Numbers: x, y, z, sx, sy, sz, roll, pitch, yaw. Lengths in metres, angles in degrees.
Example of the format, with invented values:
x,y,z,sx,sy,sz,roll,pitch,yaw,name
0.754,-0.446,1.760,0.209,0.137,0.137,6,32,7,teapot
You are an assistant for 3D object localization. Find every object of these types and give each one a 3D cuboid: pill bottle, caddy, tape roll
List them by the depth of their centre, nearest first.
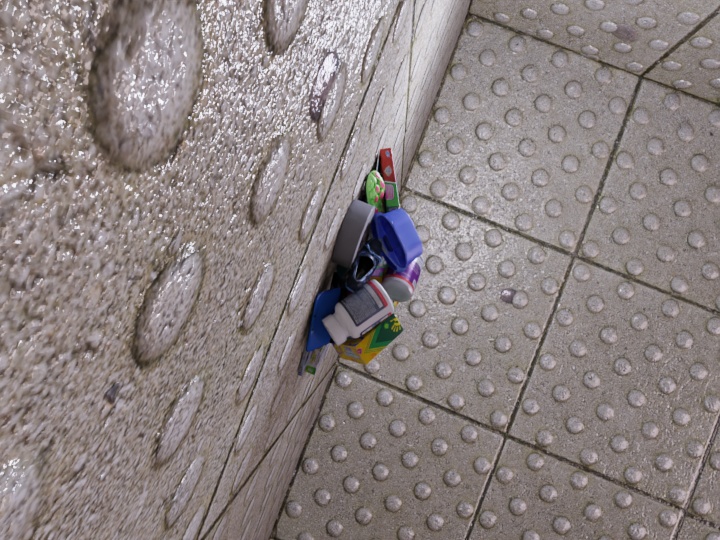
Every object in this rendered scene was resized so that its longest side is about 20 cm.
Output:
x,y,z,sx,sy,sz,roll,pitch,yaw,name
-0.010,0.128,1.529,0.198,0.121,0.120,-33,168,-11,pill bottle
-0.020,-0.108,1.548,0.200,0.065,0.204,21,89,-85,tape roll
0.105,-0.095,1.620,0.104,0.203,0.141,-28,-176,-25,caddy
0.147,-0.002,1.730,0.113,0.111,0.202,106,7,-54,pill bottle

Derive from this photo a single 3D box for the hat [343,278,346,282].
x,y,z,sx,sy,sz,roll,pitch,yaw,name
-0.043,0.058,1.821,0.199,0.082,0.201,-34,177,-2,hat

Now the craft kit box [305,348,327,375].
x,y,z,sx,sy,sz,roll,pitch,yaw,name
-0.140,0.257,1.949,0.201,0.048,0.200,-65,176,-50,craft kit box

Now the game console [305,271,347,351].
x,y,z,sx,sy,sz,roll,pitch,yaw,name
-0.118,0.123,1.599,0.171,0.116,0.204,-124,-137,-58,game console

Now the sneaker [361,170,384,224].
x,y,z,sx,sy,sz,roll,pitch,yaw,name
0.031,-0.229,1.652,0.076,0.083,0.203,-32,140,-30,sneaker

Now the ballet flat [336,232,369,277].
x,y,z,sx,sy,sz,roll,pitch,yaw,name
-0.019,-0.069,1.699,0.203,0.067,0.063,-63,159,15,ballet flat

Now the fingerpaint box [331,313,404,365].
x,y,z,sx,sy,sz,roll,pitch,yaw,name
0.019,0.209,1.622,0.166,0.074,0.199,-39,-167,-22,fingerpaint box

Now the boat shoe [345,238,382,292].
x,y,z,sx,sy,sz,roll,pitch,yaw,name
0.024,-0.021,1.528,0.069,0.083,0.202,-54,-167,55,boat shoe

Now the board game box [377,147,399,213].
x,y,z,sx,sy,sz,roll,pitch,yaw,name
0.090,-0.278,1.713,0.153,0.039,0.204,96,-12,-74,board game box

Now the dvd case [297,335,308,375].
x,y,z,sx,sy,sz,roll,pitch,yaw,name
-0.161,0.233,1.718,0.143,0.017,0.203,-64,172,-59,dvd case

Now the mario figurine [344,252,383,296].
x,y,z,sx,sy,sz,roll,pitch,yaw,name
0.000,0.000,1.669,0.202,0.104,0.124,-59,137,-32,mario figurine

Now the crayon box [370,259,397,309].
x,y,z,sx,sy,sz,roll,pitch,yaw,name
0.104,0.032,1.831,0.201,0.057,0.175,-57,142,-45,crayon box

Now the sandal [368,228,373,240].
x,y,z,sx,sy,sz,roll,pitch,yaw,name
0.067,-0.128,1.766,0.198,0.048,0.077,-8,114,-44,sandal
